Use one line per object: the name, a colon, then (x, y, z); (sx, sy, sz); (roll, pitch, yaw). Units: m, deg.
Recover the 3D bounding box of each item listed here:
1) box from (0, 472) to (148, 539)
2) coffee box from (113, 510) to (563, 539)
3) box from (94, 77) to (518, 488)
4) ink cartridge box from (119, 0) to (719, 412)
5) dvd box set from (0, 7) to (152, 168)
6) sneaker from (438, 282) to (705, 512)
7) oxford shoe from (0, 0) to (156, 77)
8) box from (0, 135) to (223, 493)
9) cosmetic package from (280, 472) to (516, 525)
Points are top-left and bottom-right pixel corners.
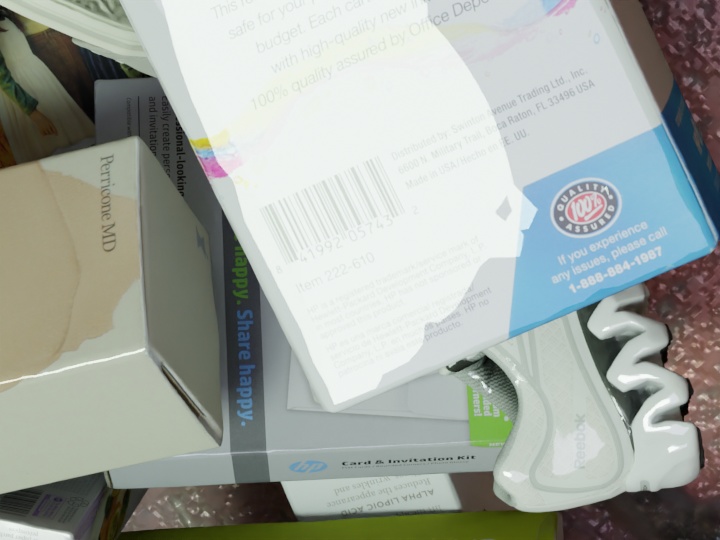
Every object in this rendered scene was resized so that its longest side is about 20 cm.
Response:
box: (-0.106, 0.077, 1.048); (0.041, 0.200, 0.039); (11, 111, 6)
coffee box: (-0.016, 0.222, 0.980); (0.199, 0.200, 0.198); (-4, 113, 8)
box: (0.000, 0.000, 0.997); (0.199, 0.156, 0.041); (-2, 159, -2)
ink cartridge box: (0.014, -0.078, 0.855); (0.144, 0.085, 0.200); (-24, 100, 16)
dvd box set: (-0.123, -0.122, 1.051); (0.146, 0.029, 0.200); (-22, 110, 22)
sneaker: (0.055, -0.007, 0.944); (0.081, 0.075, 0.200); (-20, 70, 2)
oxford shoe: (-0.075, -0.096, 0.939); (0.200, 0.075, 0.058); (12, 146, -35)
box: (-0.155, 0.029, 0.935); (0.200, 0.095, 0.078); (-14, 148, 12)
cosmetic package: (0.028, 0.107, 1.090); (0.074, 0.102, 0.200); (-16, 112, 18)
